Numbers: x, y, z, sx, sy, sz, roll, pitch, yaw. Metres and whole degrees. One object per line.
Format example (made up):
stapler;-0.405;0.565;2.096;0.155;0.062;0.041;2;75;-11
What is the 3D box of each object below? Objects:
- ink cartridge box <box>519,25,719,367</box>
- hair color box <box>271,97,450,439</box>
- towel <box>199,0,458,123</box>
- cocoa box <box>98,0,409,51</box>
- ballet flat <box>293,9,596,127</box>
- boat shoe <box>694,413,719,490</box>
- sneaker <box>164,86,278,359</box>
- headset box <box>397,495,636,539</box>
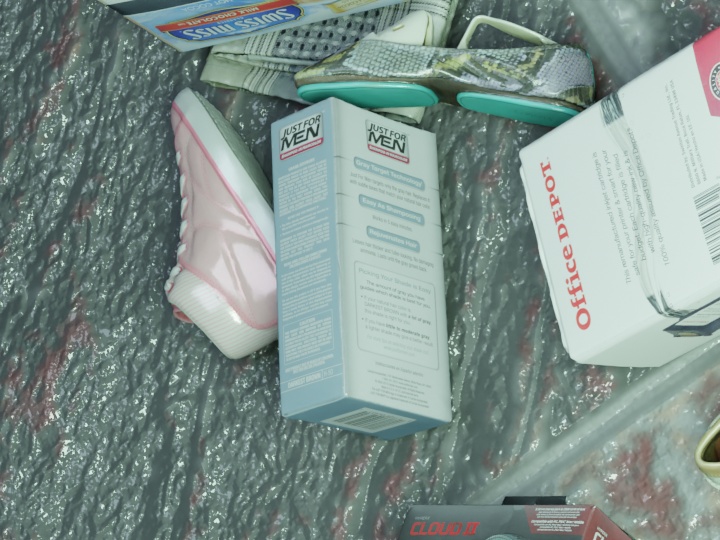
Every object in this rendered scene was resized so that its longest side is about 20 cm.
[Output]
ink cartridge box;0.203;-0.044;1.441;0.200;0.084;0.145;-32;63;42
hair color box;0.000;0.000;1.559;0.061;0.099;0.201;-19;65;41
towel;-0.012;-0.207;1.683;0.192;0.035;0.201;12;82;31
cocoa box;-0.076;-0.247;1.642;0.199;0.131;0.134;-9;68;29
ballet flat;0.057;-0.136;1.582;0.199;0.072;0.072;6;77;8
boat shoe;0.281;0.063;1.409;0.200;0.076;0.072;-43;59;10
sneaker;-0.105;-0.028;1.653;0.105;0.075;0.201;-35;65;9
headset box;0.078;0.225;1.429;0.148;0.077;0.201;-4;55;43
